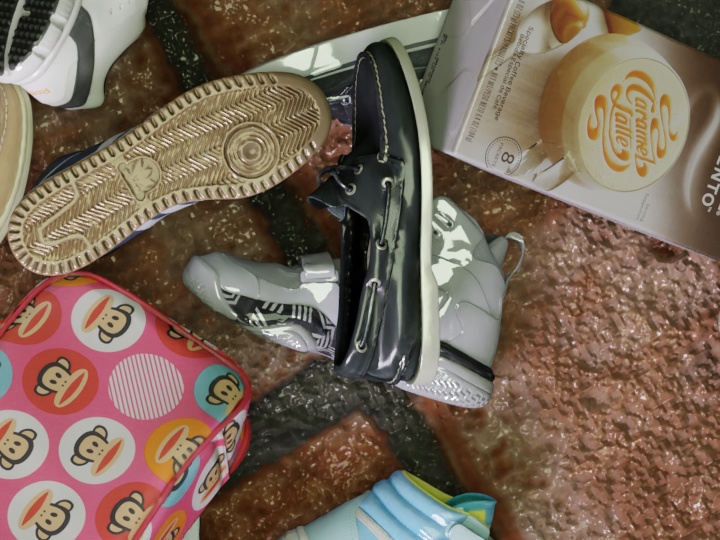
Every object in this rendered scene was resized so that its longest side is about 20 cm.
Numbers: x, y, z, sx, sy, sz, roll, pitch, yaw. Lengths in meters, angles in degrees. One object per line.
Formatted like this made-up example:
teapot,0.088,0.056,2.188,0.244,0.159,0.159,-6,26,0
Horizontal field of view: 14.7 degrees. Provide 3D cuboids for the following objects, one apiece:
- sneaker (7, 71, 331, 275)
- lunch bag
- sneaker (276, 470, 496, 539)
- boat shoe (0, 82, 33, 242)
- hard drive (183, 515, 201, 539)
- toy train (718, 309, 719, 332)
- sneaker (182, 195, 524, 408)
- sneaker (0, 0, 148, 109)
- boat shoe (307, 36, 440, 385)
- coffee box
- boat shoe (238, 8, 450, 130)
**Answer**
sneaker,-0.114,-0.060,1.637,0.200,0.108,0.070,-26,95,-4
lunch bag,-0.176,0.101,1.595,0.176,0.082,0.200,32,64,14
sneaker,0.053,0.209,1.673,0.130,0.080,0.200,-37,95,-1
boat shoe,-0.255,-0.027,1.638,0.074,0.066,0.200,22,90,27
hard drive,-0.195,0.148,1.671,0.199,0.042,0.135,0,92,-4
toy train,0.289,-0.004,1.652,0.114,0.085,0.200,15,76,27
sneaker,0.000,0.000,1.666,0.199,0.075,0.115,20,89,-9
sneaker,-0.153,-0.187,1.658,0.080,0.074,0.200,36,77,-44
boat shoe,0.003,-0.033,1.594,0.066,0.074,0.200,-4,93,-16
coffee box,0.141,-0.092,1.636,0.200,0.080,0.115,20,92,-25
boat shoe,0.012,-0.110,1.666,0.199,0.072,0.068,-16,92,-10
